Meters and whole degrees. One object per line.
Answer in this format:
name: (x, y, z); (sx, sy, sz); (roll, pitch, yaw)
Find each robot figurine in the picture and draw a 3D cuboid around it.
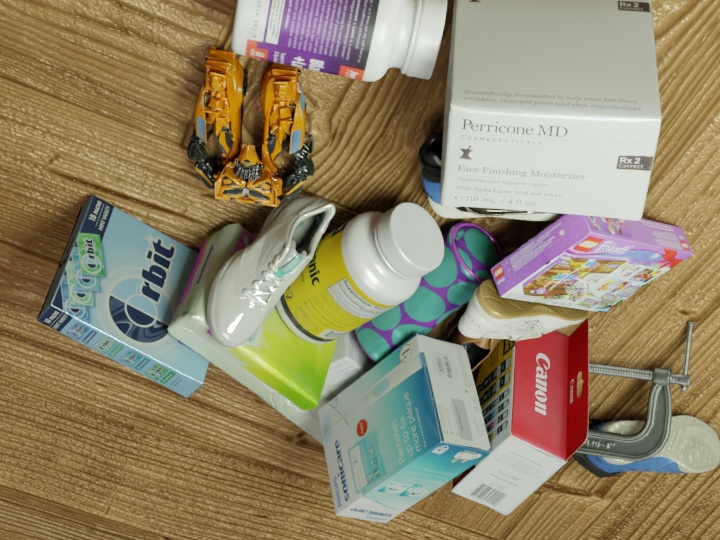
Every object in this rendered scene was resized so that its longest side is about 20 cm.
robot figurine: (-0.121, -0.146, 1.513); (0.144, 0.058, 0.201); (7, 134, 2)

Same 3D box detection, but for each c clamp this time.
c clamp: (0.311, 0.148, 1.718); (0.199, 0.172, 0.027); (0, 176, 19)

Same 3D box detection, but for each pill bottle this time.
pill bottle: (0.000, 0.000, 1.586); (0.111, 0.112, 0.200); (36, 136, -25)
pill bottle: (-0.020, -0.248, 1.363); (0.198, 0.112, 0.112); (11, 135, -3)

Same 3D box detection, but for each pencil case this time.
pencil case: (0.082, 0.031, 1.641); (0.092, 0.085, 0.200); (41, 128, -8)

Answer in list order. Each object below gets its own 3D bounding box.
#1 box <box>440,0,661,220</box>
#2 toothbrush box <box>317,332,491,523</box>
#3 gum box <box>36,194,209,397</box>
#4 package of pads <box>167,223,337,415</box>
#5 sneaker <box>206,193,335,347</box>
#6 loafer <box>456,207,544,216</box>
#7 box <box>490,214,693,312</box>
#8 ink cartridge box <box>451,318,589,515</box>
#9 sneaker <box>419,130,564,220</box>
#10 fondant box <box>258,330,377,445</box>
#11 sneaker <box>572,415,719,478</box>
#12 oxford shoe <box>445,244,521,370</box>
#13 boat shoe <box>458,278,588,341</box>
box: (0.182, -0.166, 1.354); (0.197, 0.201, 0.131); (4, 135, 4)
toothbrush box: (0.048, 0.191, 1.656); (0.085, 0.147, 0.200); (16, 139, -36)
gum box: (-0.257, 0.029, 1.622); (0.199, 0.171, 0.045); (30, 138, -20)
package of pads: (-0.117, 0.056, 1.645); (0.200, 0.155, 0.068); (39, 137, -25)
sneaker: (-0.097, -0.003, 1.546); (0.075, 0.201, 0.088); (39, 163, -27)
loafer: (0.189, -0.094, 1.413); (0.198, 0.071, 0.074); (-10, 110, -6)
box: (0.259, -0.010, 1.547); (0.199, 0.039, 0.137); (9, 143, -45)
ink cartridge box: (0.193, 0.158, 1.668); (0.083, 0.201, 0.176); (25, 132, -16)
sneaker: (0.160, -0.114, 1.482); (0.198, 0.077, 0.111); (-1, 145, 18)
fondant box: (-0.014, 0.163, 1.788); (0.144, 0.059, 0.200); (-25, 134, 28)
sneaker: (0.366, 0.230, 1.811); (0.199, 0.077, 0.111); (4, 169, -29)
oxford shoe: (0.160, 0.053, 1.663); (0.071, 0.072, 0.201); (19, 129, -8)
boat shoe: (0.183, 0.047, 1.593); (0.199, 0.071, 0.069); (2, 141, -46)
